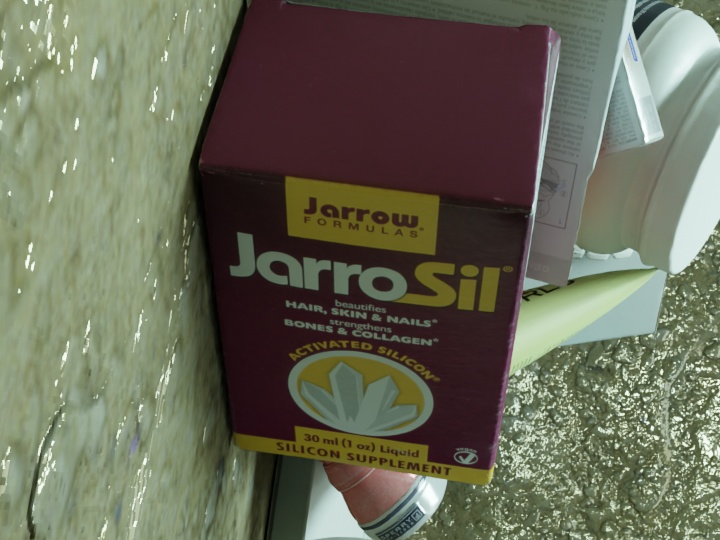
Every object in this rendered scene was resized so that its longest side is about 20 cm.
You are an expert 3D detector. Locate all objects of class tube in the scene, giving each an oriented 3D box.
[{"bbox_3d":[0.075,0.037,0.697,0.058,0.198,0.052,43,-36,40],"label":"tube"}]

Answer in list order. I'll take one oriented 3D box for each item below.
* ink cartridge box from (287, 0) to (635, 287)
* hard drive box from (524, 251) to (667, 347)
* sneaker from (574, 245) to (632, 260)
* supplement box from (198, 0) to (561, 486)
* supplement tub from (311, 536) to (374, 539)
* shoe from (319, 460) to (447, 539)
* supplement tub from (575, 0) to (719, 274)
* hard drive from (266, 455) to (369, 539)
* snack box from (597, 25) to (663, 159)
[{"bbox_3d":[0.040,-0.101,0.587,0.202,0.161,0.057,91,20,-44],"label":"ink cartridge box"},{"bbox_3d":[0.104,-0.007,0.940,0.156,0.197,0.078,-136,-134,-56],"label":"hard drive box"},{"bbox_3d":[0.131,-0.063,0.855,0.078,0.197,0.092,-105,-160,-54],"label":"sneaker"},{"bbox_3d":[0.010,-0.005,0.551,0.201,0.129,0.104,89,11,-50],"label":"supplement box"},{"bbox_3d":[-0.011,0.243,0.592,0.146,0.143,0.202,-74,170,-58],"label":"supplement tub"},{"bbox_3d":[0.007,0.082,0.770,0.071,0.091,0.200,-38,-170,14],"label":"shoe"},{"bbox_3d":[0.115,-0.096,0.711,0.140,0.199,0.141,-46,152,-33],"label":"supplement tub"},{"bbox_3d":[-0.019,0.181,0.847,0.200,0.026,0.134,26,71,-72],"label":"hard drive"},{"bbox_3d":[0.056,-0.076,0.648,0.024,0.198,0.073,-22,96,-48],"label":"snack box"}]
